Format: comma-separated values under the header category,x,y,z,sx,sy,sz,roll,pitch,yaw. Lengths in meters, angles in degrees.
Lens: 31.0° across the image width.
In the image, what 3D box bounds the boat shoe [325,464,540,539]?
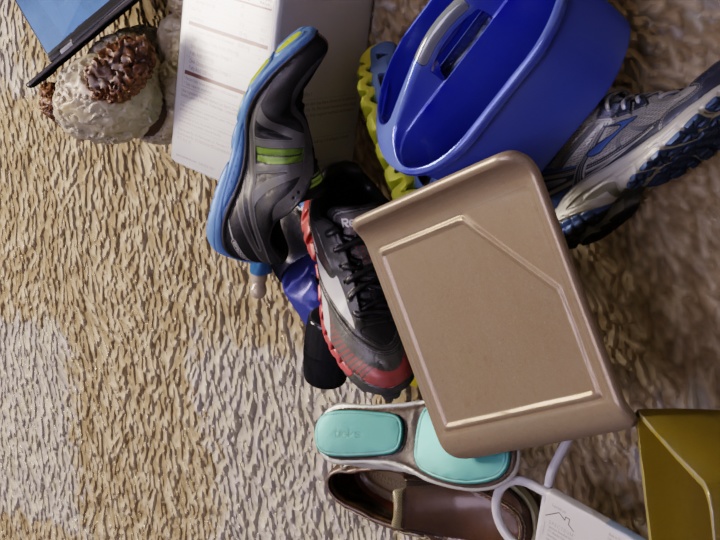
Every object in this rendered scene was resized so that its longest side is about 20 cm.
category,x,y,z,sx,sy,sz,roll,pitch,yaw
boat shoe,0.054,0.198,1.082,0.201,0.074,0.076,7,105,42

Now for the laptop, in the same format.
category,x,y,z,sx,sy,sz,roll,pitch,yaw
laptop,-0.248,-0.281,1.176,0.187,0.200,0.116,-37,105,9

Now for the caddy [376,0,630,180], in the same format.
category,x,y,z,sx,sy,sz,roll,pitch,yaw
caddy,0.089,-0.149,0.906,0.201,0.104,0.142,-51,38,23

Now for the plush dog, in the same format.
category,x,y,z,sx,sy,sz,roll,pitch,yaw
plush dog,-0.195,-0.159,1.154,0.199,0.170,0.163,-21,86,51

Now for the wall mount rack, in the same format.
category,x,y,z,sx,sy,sz,roll,pitch,yaw
wall mount rack,0.196,0.175,0.952,0.199,0.074,0.176,25,119,37

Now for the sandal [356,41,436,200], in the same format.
category,x,y,z,sx,sy,sz,roll,pitch,yaw
sandal,0.056,-0.093,1.026,0.086,0.079,0.202,-22,75,8

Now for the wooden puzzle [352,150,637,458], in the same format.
category,x,y,z,sx,sy,sz,roll,pitch,yaw
wooden puzzle,0.092,0.030,0.913,0.184,0.037,0.202,-21,94,51

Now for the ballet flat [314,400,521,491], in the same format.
category,x,y,z,sx,sy,sz,roll,pitch,yaw
ballet flat,0.054,0.138,1.048,0.198,0.069,0.070,1,100,37

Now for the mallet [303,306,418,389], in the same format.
category,x,y,z,sx,sy,sz,roll,pitch,yaw
mallet,0.041,0.095,1.068,0.198,0.041,0.067,24,124,14

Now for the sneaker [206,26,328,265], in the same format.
category,x,y,z,sx,sy,sz,roll,pitch,yaw
sneaker,-0.058,-0.093,0.994,0.082,0.071,0.202,20,117,3

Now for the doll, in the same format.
category,x,y,z,sx,sy,sz,roll,pitch,yaw
doll,-0.053,-0.012,1.152,0.136,0.048,0.202,-40,72,38

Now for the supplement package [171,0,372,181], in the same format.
category,x,y,z,sx,sy,sz,roll,pitch,yaw
supplement package,-0.073,-0.180,1.086,0.117,0.116,0.203,23,114,37

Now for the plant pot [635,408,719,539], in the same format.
category,x,y,z,sx,sy,sz,roll,pitch,yaw
plant pot,0.279,0.188,0.776,0.174,0.200,0.203,-8,96,2

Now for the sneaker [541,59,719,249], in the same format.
category,x,y,z,sx,sy,sz,roll,pitch,yaw
sneaker,0.182,-0.095,0.898,0.200,0.076,0.086,-40,68,40

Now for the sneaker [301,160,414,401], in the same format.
category,x,y,z,sx,sy,sz,roll,pitch,yaw
sneaker,0.000,0.000,1.027,0.098,0.070,0.203,103,155,-62
